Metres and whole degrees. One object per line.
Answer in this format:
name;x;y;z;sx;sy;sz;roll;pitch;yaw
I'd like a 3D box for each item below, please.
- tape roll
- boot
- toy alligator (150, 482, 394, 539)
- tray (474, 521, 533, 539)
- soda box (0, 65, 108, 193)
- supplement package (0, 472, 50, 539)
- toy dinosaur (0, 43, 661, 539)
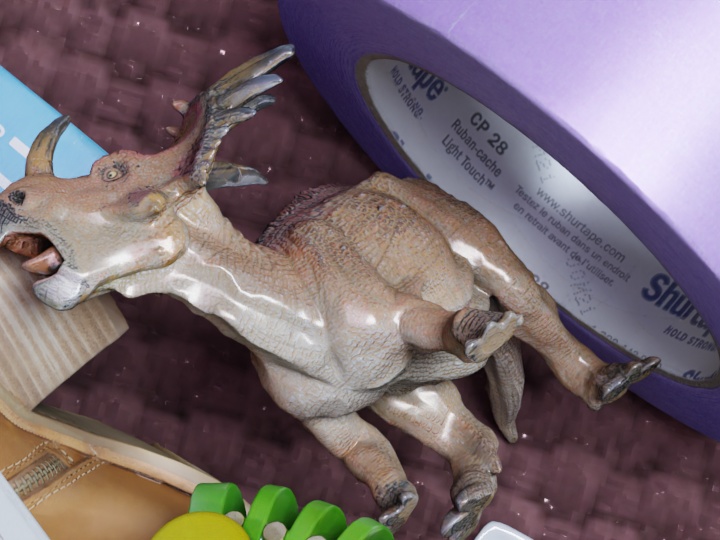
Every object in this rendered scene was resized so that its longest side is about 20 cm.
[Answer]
tape roll;0.070;-0.036;0.817;0.200;0.200;0.066;42;80;6
boot;-0.109;0.095;0.815;0.155;0.074;0.200;-39;110;-18
toy alligator;0.009;0.095;0.750;0.199;0.059;0.054;17;61;24
tray;0.035;0.187;0.862;0.107;0.022;0.201;30;79;4
soda box;-0.155;0.033;0.862;0.068;0.064;0.200;39;79;5
supplement package;-0.087;0.146;0.675;0.117;0.117;0.200;-34;67;-12
toy dinosaur;0.000;0.000;0.817;0.086;0.200;0.136;-48;65;17
